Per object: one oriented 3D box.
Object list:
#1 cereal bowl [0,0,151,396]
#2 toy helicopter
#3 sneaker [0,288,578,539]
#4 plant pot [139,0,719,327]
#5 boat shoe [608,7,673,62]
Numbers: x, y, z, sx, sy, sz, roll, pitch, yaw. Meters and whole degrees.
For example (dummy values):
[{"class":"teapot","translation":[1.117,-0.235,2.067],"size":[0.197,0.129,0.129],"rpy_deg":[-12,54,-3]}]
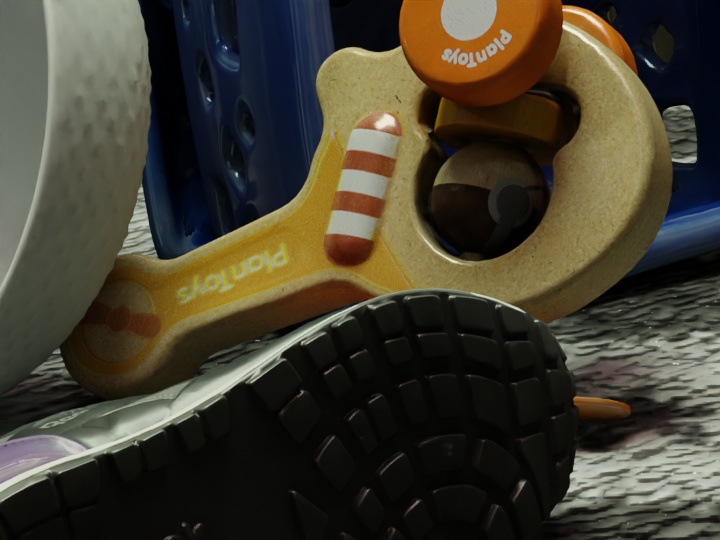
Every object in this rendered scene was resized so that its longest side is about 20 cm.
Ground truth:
[{"class":"cereal bowl","translation":[-0.137,-0.049,0.832],"size":[0.199,0.202,0.083],"rpy_deg":[7,3,38]},{"class":"toy helicopter","translation":[0.000,0.000,0.796],"size":[0.199,0.133,0.079],"rpy_deg":[-23,-22,20]},{"class":"sneaker","translation":[-0.039,0.049,0.664],"size":[0.199,0.076,0.087],"rpy_deg":[-16,12,-35]},{"class":"plant pot","translation":[0.020,-0.096,0.952],"size":[0.199,0.201,0.179],"rpy_deg":[-14,12,-29]},{"class":"boat shoe","translation":[0.128,-0.125,1.267],"size":[0.199,0.072,0.068],"rpy_deg":[-3,8,-34]}]
